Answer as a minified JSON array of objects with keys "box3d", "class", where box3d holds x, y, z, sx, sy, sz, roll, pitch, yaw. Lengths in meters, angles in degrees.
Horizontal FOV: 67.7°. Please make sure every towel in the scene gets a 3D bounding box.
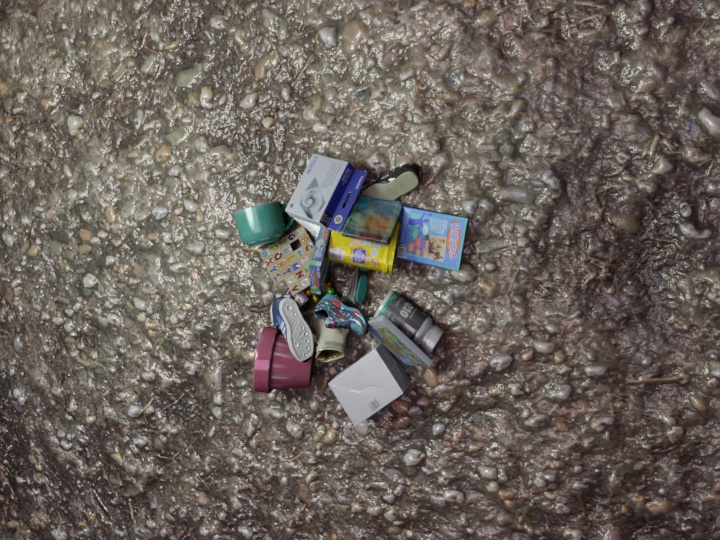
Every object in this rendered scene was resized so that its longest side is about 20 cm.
[{"box3d":[0.037,-0.147,1.521,0.141,0.203,0.022,11,131,10],"class":"towel"}]

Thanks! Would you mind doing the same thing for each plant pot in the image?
[{"box3d":[-0.236,0.292,1.708,0.172,0.200,0.209,8,100,1],"class":"plant pot"}]

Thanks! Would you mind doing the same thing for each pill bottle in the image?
[{"box3d":[0.143,0.161,1.593,0.197,0.113,0.115,35,107,10],"class":"pill bottle"}]

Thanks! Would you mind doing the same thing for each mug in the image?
[{"box3d":[-0.298,-0.144,1.680,0.178,0.152,0.119,-12,95,19],"class":"mug"}]

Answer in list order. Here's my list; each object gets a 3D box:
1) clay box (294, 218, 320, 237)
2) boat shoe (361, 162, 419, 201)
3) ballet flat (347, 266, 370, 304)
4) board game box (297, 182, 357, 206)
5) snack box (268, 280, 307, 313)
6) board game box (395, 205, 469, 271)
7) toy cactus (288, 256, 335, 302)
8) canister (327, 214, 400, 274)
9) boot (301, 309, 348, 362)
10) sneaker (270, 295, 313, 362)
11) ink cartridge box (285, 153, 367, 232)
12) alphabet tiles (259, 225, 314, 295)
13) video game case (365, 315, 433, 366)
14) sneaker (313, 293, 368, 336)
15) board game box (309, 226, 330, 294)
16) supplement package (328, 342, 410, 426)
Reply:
[{"box3d":[-0.114,-0.216,1.663,0.114,0.047,0.204,36,106,14],"class":"clay box"},{"box3d":[0.089,-0.253,1.586,0.197,0.064,0.074,-21,124,32],"class":"boat shoe"},{"box3d":[0.000,0.000,1.649,0.063,0.066,0.207,25,103,45],"class":"ballet flat"},{"box3d":[-0.102,-0.232,1.603,0.193,0.019,0.107,-10,74,24],"class":"board game box"},{"box3d":[-0.232,0.111,1.711,0.073,0.024,0.200,54,138,9],"class":"snack box"},{"box3d":[0.210,-0.095,1.572,0.193,0.045,0.158,13,101,17],"class":"board game box"},{"box3d":[-0.153,-0.006,1.690,0.197,0.102,0.169,32,97,21],"class":"toy cactus"},{"box3d":[0.010,-0.082,1.563,0.192,0.087,0.155,11,82,6],"class":"canister"},{"box3d":[-0.127,0.205,1.668,0.192,0.158,0.073,-3,137,16],"class":"boot"},{"box3d":[-0.216,0.179,1.651,0.079,0.145,0.207,-22,95,-25],"class":"sneaker"},{"box3d":[-0.102,-0.229,1.557,0.195,0.041,0.205,19,77,32],"class":"ink cartridge box"},{"box3d":[-0.207,-0.025,1.663,0.164,0.008,0.203,-31,61,-4],"class":"alphabet tiles"},{"box3d":[0.102,0.208,1.564,0.199,0.181,0.022,43,72,-9],"class":"video game case"},{"box3d":[-0.062,0.153,1.603,0.196,0.095,0.082,27,137,35],"class":"sneaker"},{"box3d":[-0.110,-0.053,1.574,0.033,0.206,0.137,10,145,4],"class":"board game box"},{"box3d":[0.030,0.347,1.657,0.198,0.110,0.158,-37,85,20],"class":"supplement package"}]
